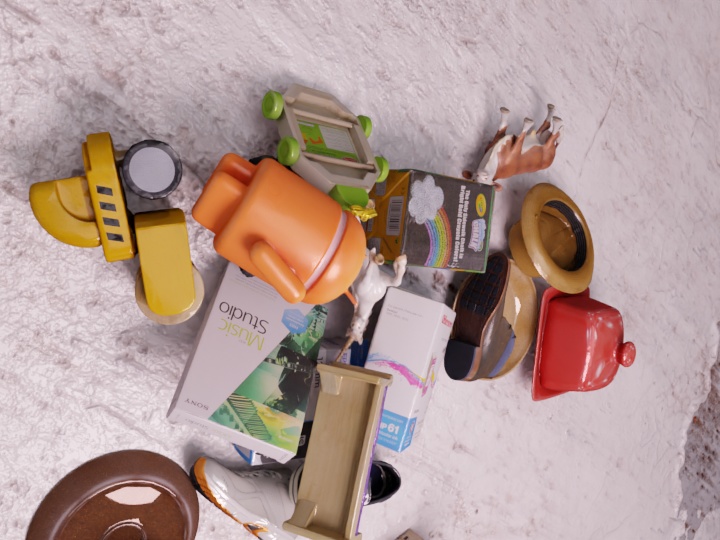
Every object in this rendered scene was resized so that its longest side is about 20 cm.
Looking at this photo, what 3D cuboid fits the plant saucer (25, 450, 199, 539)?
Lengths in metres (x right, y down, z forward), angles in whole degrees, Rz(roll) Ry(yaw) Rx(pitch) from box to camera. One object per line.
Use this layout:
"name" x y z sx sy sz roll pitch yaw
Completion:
"plant saucer" -0.281 0.316 0.715 0.198 0.034 0.203 -6 100 -34

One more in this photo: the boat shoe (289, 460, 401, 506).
"boat shoe" -0.017 0.292 0.841 0.199 0.062 0.076 18 64 -46

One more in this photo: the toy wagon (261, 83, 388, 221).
"toy wagon" -0.035 -0.140 0.739 0.154 0.040 0.202 3 58 -41

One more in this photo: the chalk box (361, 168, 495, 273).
"chalk box" 0.104 -0.066 0.861 0.198 0.123 0.127 6 93 -35

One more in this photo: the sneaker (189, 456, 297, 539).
"sneaker" -0.136 0.283 0.790 0.092 0.075 0.201 -54 128 -25

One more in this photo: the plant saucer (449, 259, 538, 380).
"plant saucer" 0.213 0.078 1.004 0.198 0.035 0.203 -5 99 -33

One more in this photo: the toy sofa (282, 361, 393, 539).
"toy sofa" -0.020 0.216 0.732 0.098 0.082 0.203 36 65 -68

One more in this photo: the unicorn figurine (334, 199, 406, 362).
"unicorn figurine" 0.000 0.000 0.786 0.073 0.138 0.202 -2 62 -23

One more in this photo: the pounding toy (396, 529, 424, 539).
"pounding toy" 0.121 0.491 0.913 0.141 0.183 0.202 -27 111 -27

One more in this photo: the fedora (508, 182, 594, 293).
"fedora" 0.305 -0.046 1.004 0.199 0.081 0.203 16 64 -36

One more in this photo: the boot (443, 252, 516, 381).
"boot" 0.198 0.077 0.940 0.096 0.074 0.202 19 93 -45

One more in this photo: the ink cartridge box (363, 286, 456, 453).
"ink cartridge box" 0.060 0.133 0.844 0.144 0.084 0.203 29 77 -73

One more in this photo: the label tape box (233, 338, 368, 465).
"label tape box" -0.062 0.169 0.818 0.198 0.066 0.145 3 95 -32

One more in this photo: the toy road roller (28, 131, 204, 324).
"toy road roller" -0.252 -0.041 0.636 0.144 0.123 0.203 -11 101 -17

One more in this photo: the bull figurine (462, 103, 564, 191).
"bull figurine" 0.246 -0.192 0.960 0.198 0.065 0.122 -19 140 -38

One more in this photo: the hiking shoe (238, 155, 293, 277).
"hiking shoe" -0.110 -0.087 0.749 0.100 0.075 0.201 39 62 -22

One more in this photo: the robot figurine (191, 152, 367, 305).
"robot figurine" -0.077 -0.038 0.652 0.199 0.144 0.117 32 87 -19

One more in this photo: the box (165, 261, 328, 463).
"box" -0.122 0.101 0.708 0.143 0.036 0.202 26 50 -18

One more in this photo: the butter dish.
"butter dish" 0.398 0.132 1.052 0.198 0.147 0.203 0 97 -48
